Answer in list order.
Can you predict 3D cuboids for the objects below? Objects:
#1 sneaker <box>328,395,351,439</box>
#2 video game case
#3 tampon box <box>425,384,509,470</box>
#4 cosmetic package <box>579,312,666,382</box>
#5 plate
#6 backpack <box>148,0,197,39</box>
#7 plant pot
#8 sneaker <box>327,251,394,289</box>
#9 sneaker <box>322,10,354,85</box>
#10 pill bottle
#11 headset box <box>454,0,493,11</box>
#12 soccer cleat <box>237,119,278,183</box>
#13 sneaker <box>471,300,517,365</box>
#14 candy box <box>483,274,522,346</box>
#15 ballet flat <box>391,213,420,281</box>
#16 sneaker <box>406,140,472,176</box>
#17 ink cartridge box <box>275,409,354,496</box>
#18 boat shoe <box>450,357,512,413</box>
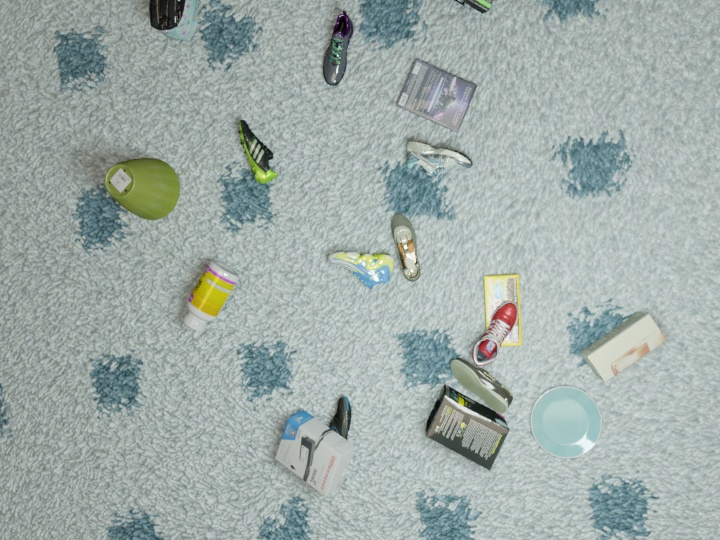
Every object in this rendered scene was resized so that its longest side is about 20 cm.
[{"bbox_3d":[-0.071,0.469,1.768,0.080,0.073,0.205,5,90,9],"label":"sneaker"},{"bbox_3d":[0.221,-0.509,1.752,0.197,0.019,0.145,25,94,6],"label":"video game case"},{"bbox_3d":[0.296,0.433,1.680,0.197,0.150,0.128,27,94,6],"label":"tampon box"},{"bbox_3d":[0.717,0.209,1.648,0.198,0.103,0.088,-36,85,8],"label":"cosmetic package"},{"bbox_3d":[0.581,0.428,1.705,0.195,0.026,0.205,0,91,8],"label":"plate"},{"bbox_3d":[-0.556,-0.803,1.801,0.163,0.126,0.205,6,92,19],"label":"backpack"},{"bbox_3d":[-0.662,-0.253,1.779,0.183,0.200,0.192,0,90,8],"label":"plant pot"},{"bbox_3d":[0.000,0.000,1.755,0.195,0.076,0.108,3,91,7],"label":"sneaker"},{"bbox_3d":[-0.072,-0.649,1.755,0.073,0.088,0.204,12,92,7],"label":"sneaker"},{"bbox_3d":[-0.452,0.078,1.800,0.103,0.104,0.202,31,94,6],"label":"pill bottle"},{"bbox_3d":[0.317,-0.840,1.665,0.172,0.093,0.202,27,108,-8],"label":"headset box"},{"bbox_3d":[-0.309,-0.361,1.807,0.080,0.067,0.204,-21,88,-11],"label":"soccer cleat"},{"bbox_3d":[0.373,0.178,1.662,0.071,0.112,0.202,31,97,10],"label":"sneaker"},{"bbox_3d":[0.408,0.115,1.726,0.100,0.026,0.205,-3,90,11],"label":"candy box"},{"bbox_3d":[0.135,-0.068,1.742,0.066,0.064,0.204,-14,88,7],"label":"ballet flat"},{"bbox_3d":[0.225,-0.312,1.734,0.196,0.078,0.088,16,104,14],"label":"sneaker"},{"bbox_3d":[-0.132,0.523,1.727,0.198,0.084,0.147,27,109,25],"label":"ink cartridge box"},{"bbox_3d":[0.346,0.319,1.720,0.201,0.060,0.072,42,140,14],"label":"boat shoe"}]
